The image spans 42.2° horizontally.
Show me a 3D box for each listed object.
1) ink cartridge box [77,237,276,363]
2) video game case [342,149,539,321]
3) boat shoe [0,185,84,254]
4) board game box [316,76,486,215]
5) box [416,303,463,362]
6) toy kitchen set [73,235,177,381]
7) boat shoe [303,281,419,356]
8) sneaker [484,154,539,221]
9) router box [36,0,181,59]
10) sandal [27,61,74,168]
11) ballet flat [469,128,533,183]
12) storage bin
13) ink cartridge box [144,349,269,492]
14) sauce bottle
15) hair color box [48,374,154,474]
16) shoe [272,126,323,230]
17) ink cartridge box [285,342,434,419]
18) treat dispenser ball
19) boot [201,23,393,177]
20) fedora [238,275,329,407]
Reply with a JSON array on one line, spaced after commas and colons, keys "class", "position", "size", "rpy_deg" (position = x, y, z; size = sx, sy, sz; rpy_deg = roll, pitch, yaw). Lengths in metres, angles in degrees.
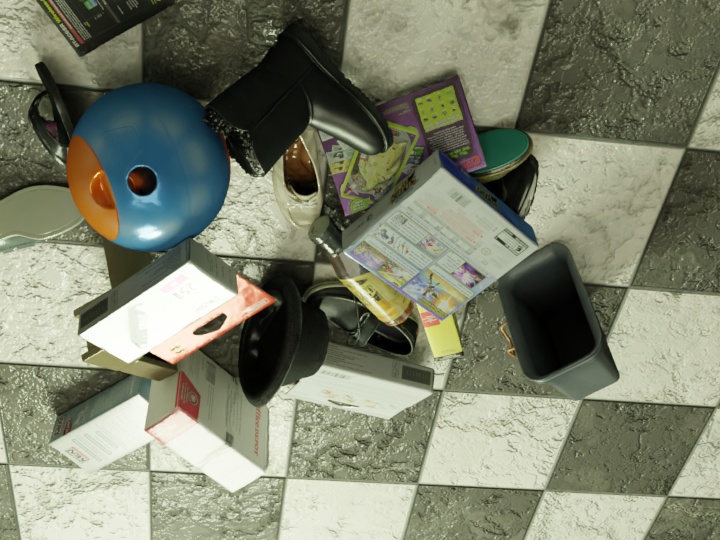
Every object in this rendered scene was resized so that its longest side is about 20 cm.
[{"class": "ink cartridge box", "position": [-0.232, 0.060, 1.199], "size": [0.198, 0.044, 0.173], "rpy_deg": [-31, 136, 21]}, {"class": "video game case", "position": [0.105, -0.041, 1.235], "size": [0.199, 0.046, 0.181], "rpy_deg": [34, 121, -31]}, {"class": "boat shoe", "position": [-0.464, -0.066, 1.283], "size": [0.196, 0.074, 0.062], "rpy_deg": [-16, 173, 1]}, {"class": "board game box", "position": [0.053, -0.160, 1.210], "size": [0.196, 0.032, 0.122], "rpy_deg": [-18, 94, 12]}, {"class": "box", "position": [0.107, 0.040, 1.385], "size": [0.049, 0.076, 0.202], "rpy_deg": [-13, 130, 8]}, {"class": "toy kitchen set", "position": [-0.286, 0.032, 1.349], "size": [0.197, 0.166, 0.180], "rpy_deg": [-26, 155, 18]}, {"class": "boat shoe", "position": [0.005, 0.075, 1.415], "size": [0.197, 0.063, 0.075], "rpy_deg": [25, 126, -20]}, {"class": "sneaker", "position": [0.171, -0.081, 1.291], "size": [0.086, 0.076, 0.202], "rpy_deg": [20, 126, -12]}, {"class": "router box", "position": [-0.308, -0.359, 1.033], "size": [0.148, 0.063, 0.201], "rpy_deg": [-23, 128, 14]}, {"class": "sandal", "position": [-0.383, -0.163, 1.178], "size": [0.047, 0.075, 0.203], "rpy_deg": [-24, 134, -21]}, {"class": "ballet flat", "position": [0.138, -0.135, 1.255], "size": [0.196, 0.071, 0.071], "rpy_deg": [-18, 129, 11]}, {"class": "storage bin", "position": [0.292, 0.093, 1.371], "size": [0.144, 0.203, 0.134], "rpy_deg": [-30, 135, 21]}, {"class": "ink cartridge box", "position": [-0.237, 0.232, 1.474], "size": [0.084, 0.147, 0.200], "rpy_deg": [-34, 124, 22]}, {"class": "sauce bottle", "position": [0.000, 0.000, 1.329], "size": [0.065, 0.067, 0.200], "rpy_deg": [-32, 124, 22]}, {"class": "hair color box", "position": [-0.403, 0.250, 1.535], "size": [0.198, 0.061, 0.099], "rpy_deg": [-29, 126, 18]}, {"class": "shoe", "position": [-0.087, -0.130, 1.244], "size": [0.068, 0.054, 0.203], "rpy_deg": [-4, 130, 0]}, {"class": "ink cartridge box", "position": [-0.004, 0.180, 1.503], "size": [0.196, 0.044, 0.174], "rpy_deg": [15, 154, -17]}, {"class": "treat dispenser ball", "position": [-0.257, -0.125, 1.140], "size": [0.196, 0.203, 0.204], "rpy_deg": [-2, 130, -2]}, {"class": "boot", "position": [-0.075, -0.170, 1.127], "size": [0.200, 0.076, 0.169], "rpy_deg": [46, 72, -18]}, {"class": "fedora", "position": [-0.105, 0.109, 1.369], "size": [0.090, 0.203, 0.202], "rpy_deg": [11, 130, -27]}]
